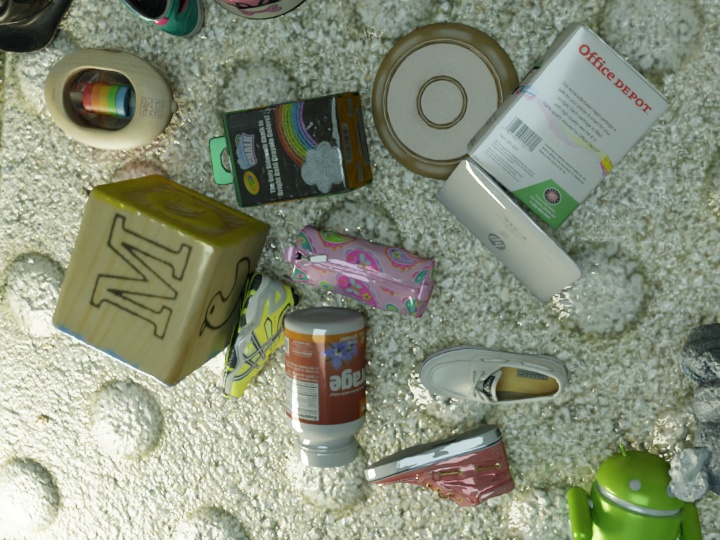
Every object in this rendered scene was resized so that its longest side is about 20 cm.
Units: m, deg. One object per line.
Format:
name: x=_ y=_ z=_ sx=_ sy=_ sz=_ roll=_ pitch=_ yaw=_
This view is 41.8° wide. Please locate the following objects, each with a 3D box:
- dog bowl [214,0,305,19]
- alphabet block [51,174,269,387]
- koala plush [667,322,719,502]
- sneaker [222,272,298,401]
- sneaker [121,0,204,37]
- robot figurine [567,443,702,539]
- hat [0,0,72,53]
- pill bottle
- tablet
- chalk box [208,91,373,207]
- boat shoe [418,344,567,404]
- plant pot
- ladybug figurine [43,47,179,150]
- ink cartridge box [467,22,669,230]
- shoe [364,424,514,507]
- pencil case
dog bowl: x=-0.143 y=-0.431 z=1.219 sx=0.198 sy=0.074 sz=0.203 roll=3 pitch=101 yaw=14
alphabet block: x=-0.266 y=0.005 z=1.272 sx=0.195 sy=0.195 sz=0.202 roll=24 pitch=107 yaw=8
koala plush: x=0.456 y=0.184 z=1.130 sx=0.175 sy=0.184 sz=0.202 roll=-7 pitch=114 yaw=-25
sneaker: x=-0.144 y=0.103 z=1.319 sx=0.076 sy=0.076 sz=0.202 roll=14 pitch=117 yaw=-15
sneaker: x=-0.279 y=-0.406 z=1.235 sx=0.083 sy=0.121 sz=0.202 roll=-19 pitch=95 yaw=17
robot figurine: x=0.346 y=0.322 z=1.203 sx=0.173 sy=0.116 sz=0.202 roll=10 pitch=102 yaw=-4
hat: x=-0.498 y=-0.407 z=1.315 sx=0.198 sy=0.081 sz=0.203 roll=3 pitch=100 yaw=15
pill bottle: x=-0.047 y=0.158 z=1.282 sx=0.111 sy=0.112 sz=0.203 roll=2 pitch=101 yaw=14
tablet: x=0.182 y=-0.047 z=1.185 sx=0.200 sy=0.130 sz=0.014 roll=46 pitch=69 yaw=4
chalk box: x=-0.100 y=-0.156 z=1.233 sx=0.198 sy=0.124 sz=0.126 roll=-5 pitch=100 yaw=17
boat shoe: x=0.171 y=0.144 z=1.242 sx=0.198 sy=0.070 sz=0.072 roll=3 pitch=101 yaw=14
plant pot: x=0.107 y=-0.217 z=1.216 sx=0.198 sy=0.027 sz=0.203 roll=3 pitch=100 yaw=15
ladybug figurine: x=-0.339 y=-0.237 z=1.308 sx=0.198 sy=0.072 sz=0.137 roll=13 pitch=103 yaw=13
ink cartridge box: x=0.247 y=-0.176 z=1.142 sx=0.144 sy=0.084 sz=0.200 roll=39 pitch=107 yaw=-7
shoe: x=0.108 y=0.282 z=1.283 sx=0.198 sy=0.071 sz=0.092 roll=-19 pitch=89 yaw=13
pencil case: x=0.000 y=0.000 z=1.255 sx=0.198 sy=0.087 sz=0.088 roll=17 pitch=104 yaw=10
